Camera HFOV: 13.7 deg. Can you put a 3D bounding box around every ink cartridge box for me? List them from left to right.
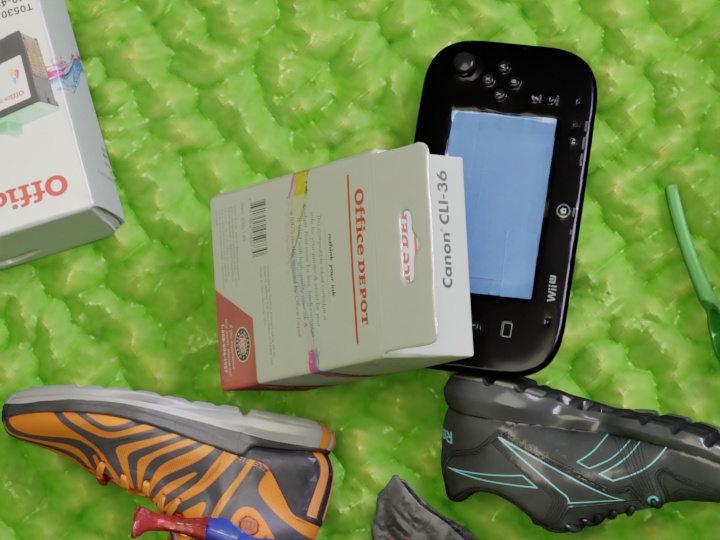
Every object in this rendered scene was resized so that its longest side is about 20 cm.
[{"bbox_3d":[-0.239,-0.103,1.776,0.144,0.084,0.201,-17,81,5],"label":"ink cartridge box"},{"bbox_3d":[0.000,0.000,1.682,0.067,0.199,0.117,2,81,-37],"label":"ink cartridge box"}]

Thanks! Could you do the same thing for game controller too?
[{"bbox_3d":[0.077,-0.036,1.733,0.104,0.042,0.201,3,74,20],"label":"game controller"}]

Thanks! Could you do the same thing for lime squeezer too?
[{"bbox_3d":[0.233,0.036,1.724,0.200,0.038,0.071,41,89,11],"label":"lime squeezer"}]

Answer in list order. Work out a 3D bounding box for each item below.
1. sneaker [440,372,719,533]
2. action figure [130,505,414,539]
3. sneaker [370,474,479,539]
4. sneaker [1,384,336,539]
[{"bbox_3d":[0.140,0.114,1.716,0.199,0.075,0.080,13,94,17],"label":"sneaker"},{"bbox_3d":[-0.032,0.182,1.654,0.198,0.099,0.066,6,110,-1],"label":"action figure"},{"bbox_3d":[0.084,0.206,1.708,0.199,0.060,0.105,26,91,13],"label":"sneaker"},{"bbox_3d":[-0.118,0.130,1.734,0.198,0.078,0.113,8,83,8],"label":"sneaker"}]
